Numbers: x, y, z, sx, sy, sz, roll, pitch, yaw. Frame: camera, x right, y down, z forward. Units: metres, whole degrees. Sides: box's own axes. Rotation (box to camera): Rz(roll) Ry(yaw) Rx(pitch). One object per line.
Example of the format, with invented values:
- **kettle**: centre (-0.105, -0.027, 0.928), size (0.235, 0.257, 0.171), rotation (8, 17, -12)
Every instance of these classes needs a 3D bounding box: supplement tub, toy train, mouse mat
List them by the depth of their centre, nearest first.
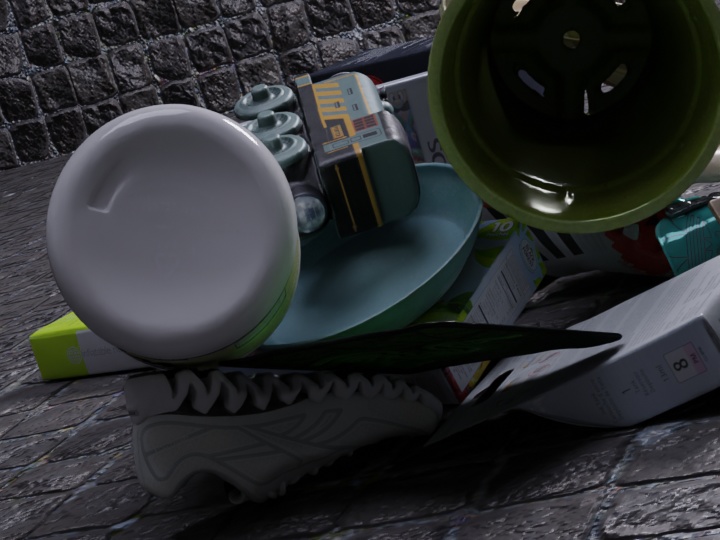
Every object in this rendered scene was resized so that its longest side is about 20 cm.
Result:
- **mouse mat**: centre (0.033, 0.047, 1.141), size (0.160, 0.008, 0.199), rotation (5, -11, -41)
- **supplement tub**: centre (-0.108, -0.013, 1.183), size (0.144, 0.146, 0.200), rotation (-17, -6, -3)
- **toy train**: centre (-0.024, -0.084, 1.373), size (0.113, 0.086, 0.200), rotation (-16, 25, 0)

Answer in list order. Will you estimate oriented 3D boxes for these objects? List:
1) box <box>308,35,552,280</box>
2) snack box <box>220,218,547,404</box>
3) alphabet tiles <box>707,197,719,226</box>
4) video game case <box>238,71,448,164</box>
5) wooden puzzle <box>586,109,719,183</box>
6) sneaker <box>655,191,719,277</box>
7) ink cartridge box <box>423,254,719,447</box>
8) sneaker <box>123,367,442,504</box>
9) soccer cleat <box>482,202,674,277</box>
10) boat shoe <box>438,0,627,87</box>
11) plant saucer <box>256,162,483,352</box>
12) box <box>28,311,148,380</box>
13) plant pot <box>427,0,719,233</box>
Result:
- **box**: centre (0.077, -0.091, 1.590), size (0.181, 0.201, 0.104), rotation (-9, 12, 36)
- **snack box**: centre (0.014, 0.032, 1.354), size (0.199, 0.053, 0.142), rotation (-6, 34, 39)
- **alphabet tiles**: centre (0.312, -0.032, 1.133), size (0.199, 0.167, 0.006), rotation (-19, -29, -14)
- **video game case**: centre (-0.011, -0.044, 1.533), size (0.198, 0.183, 0.024), rotation (-14, 9, 10)
- **wooden puzzle**: centre (0.262, -0.110, 1.477), size (0.184, 0.047, 0.200), rotation (-1, 15, 4)
- **sneaker**: centre (0.254, -0.032, 1.255), size (0.120, 0.084, 0.200), rotation (-21, -16, -9)
- **ink cartridge box**: centre (0.154, 0.059, 1.193), size (0.199, 0.057, 0.162), rotation (-33, 3, 28)
- **sneaker**: centre (-0.046, 0.100, 1.184), size (0.198, 0.082, 0.075), rotation (0, -7, -18)
- **soccer cleat**: centre (0.170, -0.026, 1.458), size (0.199, 0.086, 0.069), rotation (18, 46, 22)
- **boat shoe**: centre (0.159, -0.187, 1.468), size (0.198, 0.065, 0.072), rotation (16, 38, -1)
- **plant saucer**: centre (0.000, 0.000, 1.323), size (0.199, 0.036, 0.200), rotation (-23, 28, 13)
- **box**: centre (-0.176, 0.045, 1.693), size (0.199, 0.048, 0.122), rotation (-8, 14, 36)
- **plant pot**: centre (0.149, -0.145, 1.346), size (0.198, 0.202, 0.190), rotation (-15, 13, 8)
